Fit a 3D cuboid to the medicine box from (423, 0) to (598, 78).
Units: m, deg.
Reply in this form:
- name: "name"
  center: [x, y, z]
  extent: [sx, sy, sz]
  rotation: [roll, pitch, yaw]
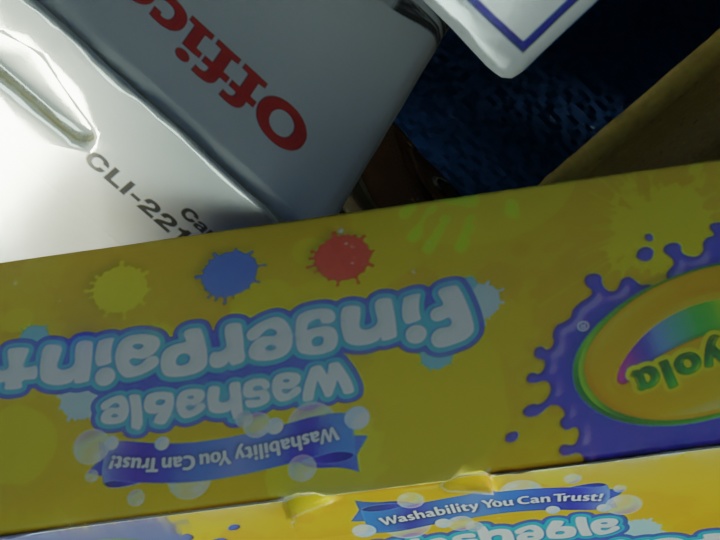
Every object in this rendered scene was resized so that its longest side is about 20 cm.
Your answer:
- name: "medicine box"
  center: [0.028, -0.179, 0.525]
  extent: [0.200, 0.103, 0.182]
  rotation: [42, 109, -14]

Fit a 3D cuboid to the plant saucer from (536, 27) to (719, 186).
- name: "plant saucer"
  center: [0.164, 0.002, 0.653]
  extent: [0.200, 0.048, 0.200]
  rotation: [-41, 97, 14]

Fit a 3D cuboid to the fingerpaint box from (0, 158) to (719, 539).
- name: "fingerpaint box"
  center: [0.019, 0.058, 0.577]
  extent: [0.199, 0.074, 0.167]
  rotation: [-9, 145, 8]

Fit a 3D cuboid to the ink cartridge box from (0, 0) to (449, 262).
- name: "ink cartridge box"
  center: [-0.047, -0.097, 0.621]
  extent: [0.144, 0.200, 0.084]
  rotation: [41, 136, -12]

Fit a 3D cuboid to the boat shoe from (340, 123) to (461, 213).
- name: "boat shoe"
  center: [0.000, 0.000, 0.717]
  extent: [0.068, 0.200, 0.072]
  rotation: [29, 113, -31]
